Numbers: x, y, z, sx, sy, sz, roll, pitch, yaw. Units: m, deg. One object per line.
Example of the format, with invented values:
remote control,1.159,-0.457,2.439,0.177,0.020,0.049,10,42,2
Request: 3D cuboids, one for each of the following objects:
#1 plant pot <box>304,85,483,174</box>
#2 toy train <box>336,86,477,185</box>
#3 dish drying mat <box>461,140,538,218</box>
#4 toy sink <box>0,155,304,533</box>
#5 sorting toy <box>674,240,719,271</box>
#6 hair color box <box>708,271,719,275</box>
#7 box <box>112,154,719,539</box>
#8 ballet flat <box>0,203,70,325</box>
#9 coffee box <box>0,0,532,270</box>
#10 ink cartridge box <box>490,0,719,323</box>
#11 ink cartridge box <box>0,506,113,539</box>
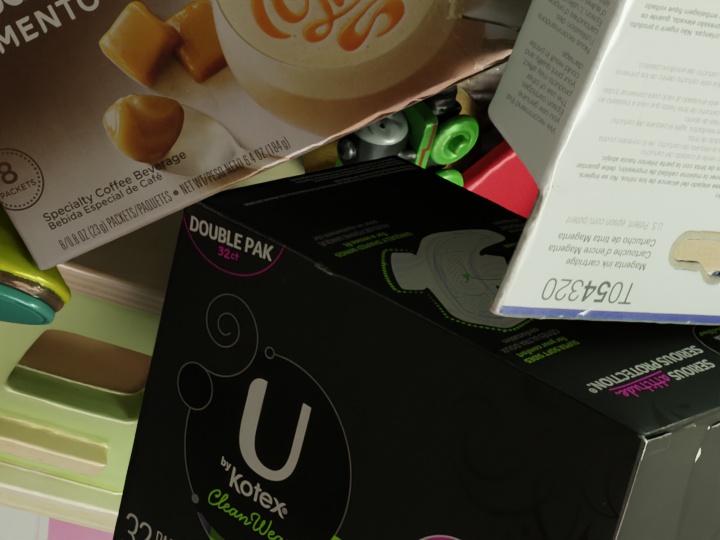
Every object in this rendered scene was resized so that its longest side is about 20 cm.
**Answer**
plant pot,-0.040,-0.029,1.187,0.200,0.028,0.200,-12,154,-6
toy train,0.000,0.000,1.133,0.056,0.042,0.200,-17,141,-31
dish drying mat,0.059,-0.029,1.197,0.200,0.018,0.077,-37,158,21
toy sink,-0.124,0.028,1.104,0.130,0.112,0.200,19,137,-27
sorting toy,0.175,-0.092,1.047,0.200,0.036,0.186,-2,111,-28
hair color box,0.200,0.007,1.230,0.200,0.061,0.100,14,143,-16
box,0.035,0.068,0.956,0.124,0.200,0.149,-14,124,-50
ballet flat,-0.186,-0.025,0.990,0.200,0.067,0.067,6,162,31
coffee box,-0.043,-0.097,0.918,0.200,0.115,0.080,-23,-163,18
ink cartridge box,0.136,-0.079,0.892,0.196,0.043,0.200,3,118,-43
ink cartridge box,-0.100,0.122,1.277,0.200,0.197,0.043,-12,-176,-6
